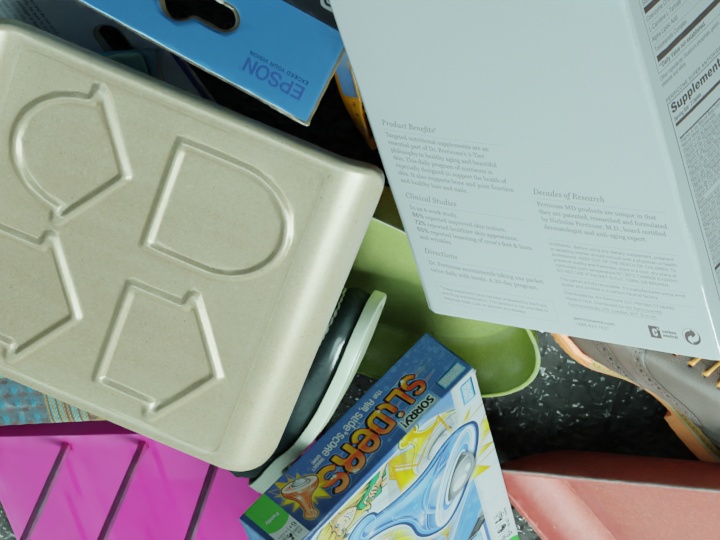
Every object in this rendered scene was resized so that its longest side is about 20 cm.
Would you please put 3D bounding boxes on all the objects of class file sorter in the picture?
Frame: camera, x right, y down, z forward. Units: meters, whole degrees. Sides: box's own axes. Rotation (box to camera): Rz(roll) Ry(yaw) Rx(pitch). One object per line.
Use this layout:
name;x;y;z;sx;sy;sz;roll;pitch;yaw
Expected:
file sorter;-0.115;0.173;1.596;0.200;0.126;0.139;-2;129;18

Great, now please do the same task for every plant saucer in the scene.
plant saucer;0.191;0.160;1.509;0.200;0.037;0.200;2;139;51
plant saucer;0.000;0.000;1.435;0.200;0.031;0.200;20;157;9

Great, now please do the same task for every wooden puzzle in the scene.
wooden puzzle;-0.107;-0.015;1.355;0.200;0.046;0.185;20;124;-4

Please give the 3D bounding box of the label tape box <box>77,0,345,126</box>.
label tape box;-0.046;-0.176;1.230;0.144;0.200;0.063;28;168;-8

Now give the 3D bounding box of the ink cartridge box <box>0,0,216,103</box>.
ink cartridge box;-0.173;-0.102;1.403;0.200;0.043;0.196;-10;142;21

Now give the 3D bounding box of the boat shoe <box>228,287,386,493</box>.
boat shoe;-0.043;0.051;1.453;0.066;0.075;0.199;30;157;-3

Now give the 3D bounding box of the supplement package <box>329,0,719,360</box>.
supplement package;0.100;-0.095;1.189;0.152;0.151;0.200;9;131;38

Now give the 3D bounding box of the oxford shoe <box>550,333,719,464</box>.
oxford shoe;0.158;0.031;1.418;0.200;0.071;0.073;38;163;-28

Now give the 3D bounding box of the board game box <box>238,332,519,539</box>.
board game box;0.014;0.135;1.486;0.034;0.135;0.200;37;162;28

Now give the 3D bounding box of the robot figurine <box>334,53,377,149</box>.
robot figurine;0.042;-0.118;1.343;0.145;0.058;0.200;-2;130;20

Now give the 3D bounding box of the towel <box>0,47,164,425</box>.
towel;-0.148;-0.014;1.402;0.146;0.022;0.200;-3;120;14
